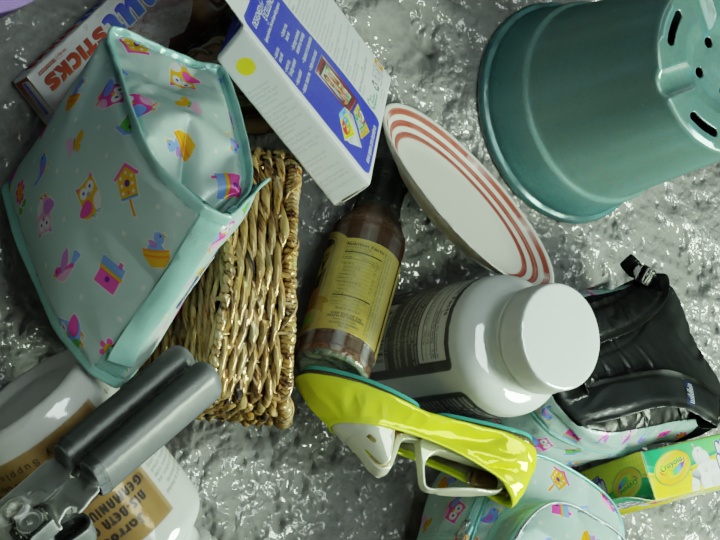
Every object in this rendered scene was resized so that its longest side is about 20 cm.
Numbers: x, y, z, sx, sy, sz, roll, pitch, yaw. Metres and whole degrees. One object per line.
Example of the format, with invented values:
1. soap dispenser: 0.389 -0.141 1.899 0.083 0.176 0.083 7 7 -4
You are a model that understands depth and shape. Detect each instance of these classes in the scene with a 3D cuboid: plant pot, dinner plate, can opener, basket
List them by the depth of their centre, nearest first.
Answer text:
1. can opener: -0.173 0.136 1.444 0.200 0.053 0.067 -40 139 -25
2. basket: -0.077 0.012 1.612 0.149 0.143 0.201 9 76 -35
3. dinner plate: 0.083 -0.055 1.761 0.200 0.024 0.200 41 19 -17
4. plant pot: 0.239 -0.154 1.850 0.200 0.196 0.201 8 77 -37

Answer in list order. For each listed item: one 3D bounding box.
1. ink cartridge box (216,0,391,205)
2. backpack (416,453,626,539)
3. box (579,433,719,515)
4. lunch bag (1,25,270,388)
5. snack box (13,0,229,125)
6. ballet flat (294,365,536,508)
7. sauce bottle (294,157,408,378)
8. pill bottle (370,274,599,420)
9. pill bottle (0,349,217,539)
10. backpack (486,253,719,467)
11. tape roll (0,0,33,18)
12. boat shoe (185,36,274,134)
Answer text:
1. ink cartridge box: -0.054 -0.174 1.643 0.200 0.047 0.198 50 24 -19
2. backpack: 0.129 0.245 1.725 0.175 0.153 0.201 29 57 -27
3. box: 0.261 0.177 1.855 0.199 0.117 0.049 -10 79 -38
4. lunch bag: -0.152 -0.040 1.498 0.122 0.171 0.200 17 33 -34
5. snack box: -0.175 -0.177 1.646 0.072 0.024 0.200 53 56 -19
6. ballet flat: 0.040 0.132 1.650 0.199 0.067 0.067 19 67 -10
7. sauce bottle: 0.000 0.000 1.715 0.065 0.065 0.201 37 50 -26
8. pill bottle: 0.089 0.063 1.693 0.110 0.200 0.111 7 78 -37
9. pill bottle: -0.179 0.164 1.525 0.114 0.114 0.200 -47 110 -33
10. backpack: 0.196 0.094 1.811 0.200 0.127 0.167 -12 65 -42
11. tape roll: -0.299 -0.273 1.545 0.200 0.066 0.201 8 76 -36
12. boat shoe: -0.114 -0.142 1.657 0.200 0.071 0.065 -3 75 -52
